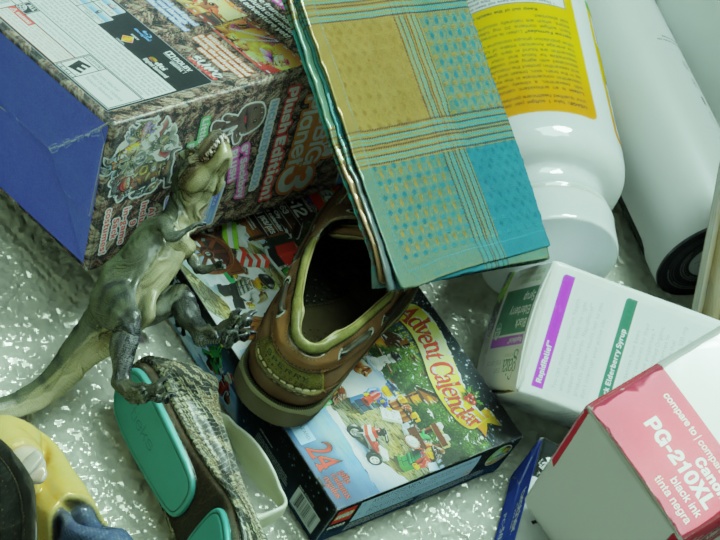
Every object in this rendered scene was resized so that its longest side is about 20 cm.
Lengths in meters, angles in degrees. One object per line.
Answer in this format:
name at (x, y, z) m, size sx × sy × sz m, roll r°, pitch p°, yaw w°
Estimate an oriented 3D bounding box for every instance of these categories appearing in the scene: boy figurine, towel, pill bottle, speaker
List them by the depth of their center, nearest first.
boy figurine at (-0.157, 0.117, 1.014) m, size 0.200 × 0.124 × 0.064 m, roll 33°, pitch 59°, yaw 24°
towel at (0.028, -0.089, 1.178) m, size 0.147 × 0.022 × 0.200 m, roll -10°, pitch 78°, yaw -48°
pill bottle at (0.100, -0.084, 1.315) m, size 0.111 × 0.111 × 0.200 m, roll 9°, pitch 50°, yaw -21°
speaker at (0.190, -0.087, 1.387) m, size 0.081 × 0.081 × 0.200 m, roll -2°, pitch 55°, yaw -29°

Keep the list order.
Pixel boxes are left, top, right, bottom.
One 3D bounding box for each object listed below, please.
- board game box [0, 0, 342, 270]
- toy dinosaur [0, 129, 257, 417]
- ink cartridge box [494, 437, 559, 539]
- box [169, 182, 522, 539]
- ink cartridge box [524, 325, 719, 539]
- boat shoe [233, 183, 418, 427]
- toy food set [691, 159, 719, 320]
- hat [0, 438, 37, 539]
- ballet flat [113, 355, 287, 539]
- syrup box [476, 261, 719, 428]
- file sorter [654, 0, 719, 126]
board game box at (-0.114, -0.106, 1.204) m, size 0.200 × 0.097 × 0.159 m, roll -20°, pitch 48°, yaw -39°
toy dinosaur at (-0.112, 0.025, 1.098) m, size 0.088 × 0.047 × 0.200 m, roll 36°, pitch 82°, yaw 29°
ink cartridge box at (0.170, 0.178, 1.180) m, size 0.200 × 0.044 × 0.094 m, roll 26°, pitch 47°, yaw -6°
box at (-0.020, 0.042, 1.199) m, size 0.136 × 0.038 × 0.200 m, roll -18°, pitch 63°, yaw -37°
ink cartridge box at (0.199, 0.081, 1.108) m, size 0.200 × 0.145 × 0.084 m, roll -28°, pitch 73°, yaw -20°
boat shoe at (0.000, 0.000, 1.169) m, size 0.072 × 0.068 × 0.200 m, roll 28°, pitch 45°, yaw -3°
toy food set at (0.280, -0.019, 1.309) m, size 0.143 × 0.200 × 0.060 m, roll -13°, pitch 33°, yaw -35°
hat at (-0.187, 0.171, 0.940) m, size 0.081 × 0.200 × 0.201 m, roll 35°, pitch 35°, yaw -42°
ballet flat at (-0.067, 0.127, 1.089) m, size 0.075 × 0.068 × 0.200 m, roll 6°, pitch 47°, yaw -34°
syrup box at (0.174, 0.064, 1.232) m, size 0.200 × 0.079 × 0.082 m, roll 21°, pitch 80°, yaw -13°
file sorter at (0.307, -0.159, 1.428) m, size 0.124 × 0.139 × 0.200 m, roll -25°, pitch 89°, yaw -44°
